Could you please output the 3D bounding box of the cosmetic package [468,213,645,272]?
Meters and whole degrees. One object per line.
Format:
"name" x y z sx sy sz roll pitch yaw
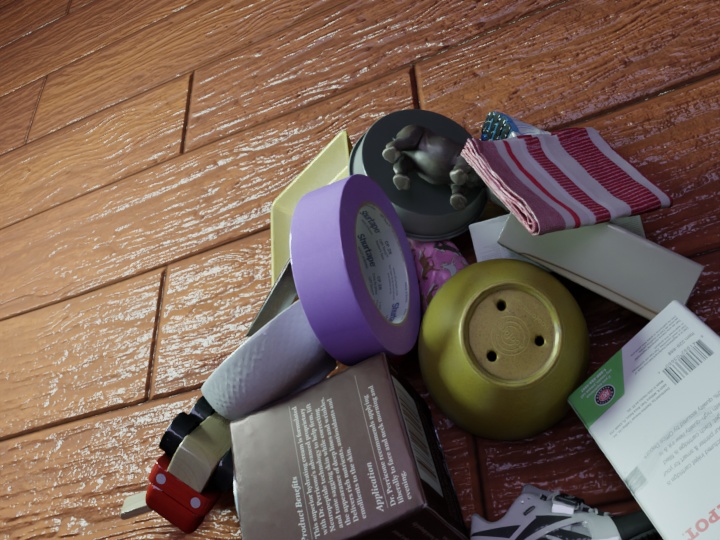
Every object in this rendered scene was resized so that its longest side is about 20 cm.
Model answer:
"cosmetic package" 0.239 -0.041 0.786 0.194 0.050 0.085 -15 83 18

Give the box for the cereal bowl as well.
"cereal bowl" -0.087 0.111 0.760 0.199 0.200 0.084 -40 85 -1

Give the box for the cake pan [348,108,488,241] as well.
"cake pan" 0.081 -0.135 0.847 0.193 0.037 0.206 4 60 -8

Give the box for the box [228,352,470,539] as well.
"box" -0.012 0.227 0.690 0.196 0.165 0.169 -25 52 11

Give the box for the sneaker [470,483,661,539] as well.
"sneaker" 0.197 0.248 0.628 0.195 0.074 0.091 -20 55 14

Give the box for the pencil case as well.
"pencil case" 0.078 -0.018 0.854 0.084 0.084 0.202 -12 47 -23

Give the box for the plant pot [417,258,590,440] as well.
"plant pot" 0.152 0.074 0.672 0.193 0.142 0.207 -2 77 9

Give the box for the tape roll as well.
"tape roll" 0.000 0.000 0.722 0.064 0.200 0.205 -16 54 24

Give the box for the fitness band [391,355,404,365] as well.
"fitness band" -0.021 0.092 0.846 0.197 0.037 0.146 -33 53 19

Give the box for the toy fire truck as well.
"toy fire truck" -0.217 0.256 0.783 0.126 0.176 0.204 30 99 4

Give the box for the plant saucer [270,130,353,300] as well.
"plant saucer" -0.059 -0.067 0.939 0.199 0.048 0.205 -37 45 36

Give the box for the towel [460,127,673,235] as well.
"towel" 0.221 -0.102 0.683 0.195 0.023 0.146 -11 48 -25

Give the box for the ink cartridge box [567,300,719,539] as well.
"ink cartridge box" 0.298 0.149 0.560 0.146 0.083 0.202 -45 29 15

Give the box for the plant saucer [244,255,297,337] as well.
"plant saucer" -0.083 0.001 0.806 0.032 0.200 0.204 31 73 -7

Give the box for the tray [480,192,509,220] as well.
"tray" 0.181 -0.122 0.895 0.195 0.037 0.101 14 68 32

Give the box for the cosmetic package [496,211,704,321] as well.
"cosmetic package" 0.255 -0.017 0.700 0.196 0.103 0.075 28 98 18

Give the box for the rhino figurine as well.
"rhino figurine" 0.123 -0.122 0.787 0.194 0.061 0.089 20 41 0

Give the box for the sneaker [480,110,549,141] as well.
"sneaker" 0.230 -0.150 0.832 0.084 0.077 0.201 -8 35 -23
